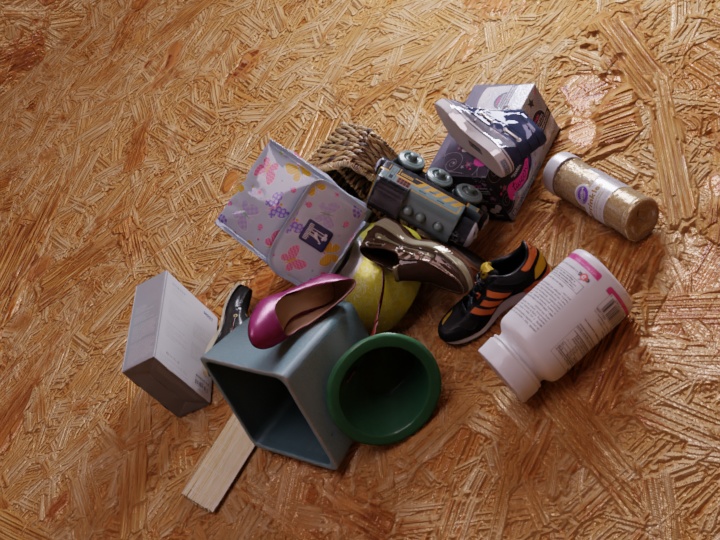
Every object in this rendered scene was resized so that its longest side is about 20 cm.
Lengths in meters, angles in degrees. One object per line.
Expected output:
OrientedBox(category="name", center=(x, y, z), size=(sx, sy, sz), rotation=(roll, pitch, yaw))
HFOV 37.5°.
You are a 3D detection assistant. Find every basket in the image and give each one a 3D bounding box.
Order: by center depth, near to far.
OrientedBox(category="basket", center=(0.007, -0.126, 1.785), size=(0.149, 0.200, 0.142), rotation=(-49, 33, -12))

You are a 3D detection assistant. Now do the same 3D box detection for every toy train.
OrientedBox(category="toy train", center=(0.103, -0.107, 1.644), size=(0.114, 0.198, 0.086), rotation=(-55, -7, -51))

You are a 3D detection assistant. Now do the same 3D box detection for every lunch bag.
OrientedBox(category="lunch bag", center=(-0.100, -0.082, 1.668), size=(0.199, 0.127, 0.171), rotation=(38, 95, 17))

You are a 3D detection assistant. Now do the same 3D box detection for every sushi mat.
OrientedBox(category="sushi mat", center=(-0.214, 0.296, 1.734), size=(0.095, 0.012, 0.201), rotation=(12, 63, 45))

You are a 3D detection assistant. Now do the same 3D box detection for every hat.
OrientedBox(category="hat", center=(0.032, 0.137, 1.598), size=(0.200, 0.165, 0.176), rotation=(-48, 17, 9))

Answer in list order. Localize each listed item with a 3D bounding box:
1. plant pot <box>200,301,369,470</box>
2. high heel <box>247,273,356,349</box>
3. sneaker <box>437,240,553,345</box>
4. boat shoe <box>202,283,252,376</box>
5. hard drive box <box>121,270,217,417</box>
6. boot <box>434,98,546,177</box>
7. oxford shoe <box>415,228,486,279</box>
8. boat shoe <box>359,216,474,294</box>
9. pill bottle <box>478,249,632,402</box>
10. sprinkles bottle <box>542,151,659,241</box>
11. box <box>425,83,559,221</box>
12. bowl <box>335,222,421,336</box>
OrientedBox(category="plant pot", center=(-0.084, 0.150, 1.628), size=(0.194, 0.198, 0.200), rotation=(6, 43, 43))
OrientedBox(category="high heel", center=(-0.085, 0.052, 1.523), size=(0.095, 0.068, 0.200), rotation=(-16, 16, 30))
OrientedBox(category="sneaker", center=(0.187, 0.027, 1.580), size=(0.199, 0.090, 0.070), rotation=(-34, 39, 10))
OrientedBox(category="boat shoe", center=(-0.222, 0.107, 1.879), size=(0.062, 0.074, 0.203), rotation=(5, 46, 10))
OrientedBox(category="hard drive box", center=(-0.332, 0.130, 1.877), size=(0.076, 0.156, 0.202), rotation=(-24, 41, 22))
OrientedBox(category="boot", center=(0.201, -0.225, 1.649), size=(0.090, 0.073, 0.200), rotation=(-35, 50, -6))
OrientedBox(category="oxford shoe", center=(0.139, -0.011, 1.682), size=(0.072, 0.071, 0.200), rotation=(-64, 28, 2))
OrientedBox(category="boat shoe", center=(0.079, -0.006, 1.585), size=(0.075, 0.075, 0.201), rotation=(-41, 46, -22))
OrientedBox(category="pill bottle", center=(0.264, 0.077, 1.449), size=(0.200, 0.114, 0.113), rotation=(-42, 38, -1))
OrientedBox(category="sprinkles bottle", center=(0.356, -0.113, 1.584), size=(0.068, 0.068, 0.200), rotation=(-44, 39, -3))
OrientedBox(category="box", center=(0.219, -0.197, 1.741), size=(0.131, 0.115, 0.202), rotation=(7, 60, 43))
OrientedBox(category="bowl", center=(0.000, 0.000, 1.712), size=(0.199, 0.107, 0.203), rotation=(-33, 42, 36))
